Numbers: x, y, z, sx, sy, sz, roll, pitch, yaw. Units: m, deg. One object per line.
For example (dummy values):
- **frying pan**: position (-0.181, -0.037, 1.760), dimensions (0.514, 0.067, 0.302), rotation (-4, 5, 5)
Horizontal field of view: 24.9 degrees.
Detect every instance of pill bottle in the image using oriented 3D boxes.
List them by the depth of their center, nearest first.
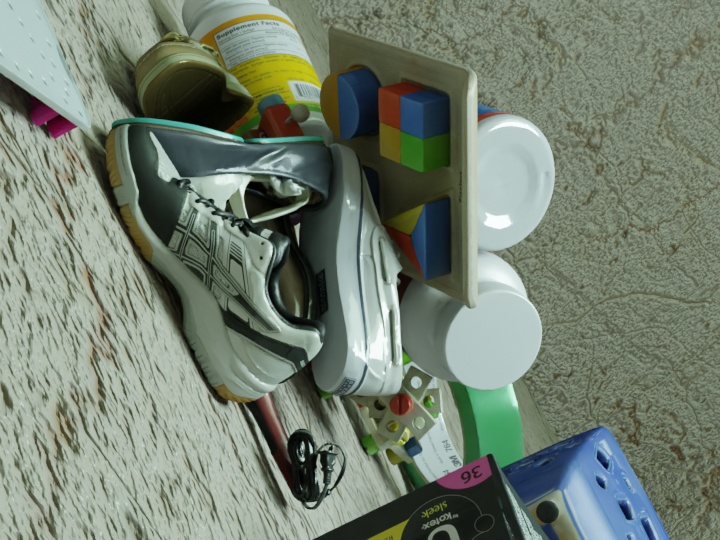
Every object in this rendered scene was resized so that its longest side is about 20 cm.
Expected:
- **pill bottle**: position (0.059, -0.092, 1.353), dimensions (0.200, 0.112, 0.112), rotation (24, -28, 53)
- **pill bottle**: position (0.071, 0.024, 1.358), dimensions (0.112, 0.112, 0.200), rotation (59, -8, -26)
- **pill bottle**: position (-0.098, -0.175, 1.504), dimensions (0.200, 0.111, 0.111), rotation (67, 8, 30)

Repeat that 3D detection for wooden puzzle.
- **wooden puzzle**: position (0.022, -0.081, 1.261), dimensions (0.200, 0.046, 0.186), rotation (30, -51, 51)

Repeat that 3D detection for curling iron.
- **curling iron**: position (-0.066, 0.071, 1.112), dimensions (0.026, 0.050, 0.200), rotation (6, 50, -57)

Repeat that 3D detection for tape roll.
- **tape roll**: position (0.083, 0.133, 1.531), dimensions (0.200, 0.048, 0.201), rotation (168, -90, -69)

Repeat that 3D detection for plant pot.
- **plant pot**: position (0.139, 0.254, 1.278), dimensions (0.200, 0.200, 0.180), rotation (64, 14, 8)

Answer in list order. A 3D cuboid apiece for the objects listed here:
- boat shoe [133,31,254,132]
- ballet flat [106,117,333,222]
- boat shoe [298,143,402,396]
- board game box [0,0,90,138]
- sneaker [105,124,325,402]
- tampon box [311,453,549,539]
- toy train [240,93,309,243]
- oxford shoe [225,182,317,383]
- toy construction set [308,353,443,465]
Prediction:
- **boat shoe**: position (-0.145, -0.152, 1.302), dimensions (0.066, 0.074, 0.200), rotation (51, 4, 9)
- **ballet flat**: position (-0.094, -0.068, 1.162), dimensions (0.200, 0.073, 0.073), rotation (2, 57, -48)
- **boat shoe**: position (0.000, 0.000, 1.227), dimensions (0.066, 0.072, 0.200), rotation (11, 57, -30)
- **board game box**: position (-0.235, -0.185, 0.923), dimensions (0.200, 0.026, 0.200), rotation (64, 7, 16)
- **sneaker**: position (-0.093, -0.017, 1.074), dimensions (0.200, 0.088, 0.076), rotation (61, 9, -4)
- **tampon box**: position (0.069, 0.242, 1.018), dimensions (0.200, 0.150, 0.126), rotation (57, 10, -40)
- **toy train**: position (-0.059, -0.033, 1.323), dimensions (0.200, 0.056, 0.150), rotation (65, -28, 19)
- **oxford shoe**: position (-0.087, -0.006, 1.223), dimensions (0.084, 0.073, 0.200), rotation (15, 48, -40)
- **toy construction set**: position (0.015, 0.107, 1.414), dimensions (0.131, 0.092, 0.200), rotation (64, -4, 7)
